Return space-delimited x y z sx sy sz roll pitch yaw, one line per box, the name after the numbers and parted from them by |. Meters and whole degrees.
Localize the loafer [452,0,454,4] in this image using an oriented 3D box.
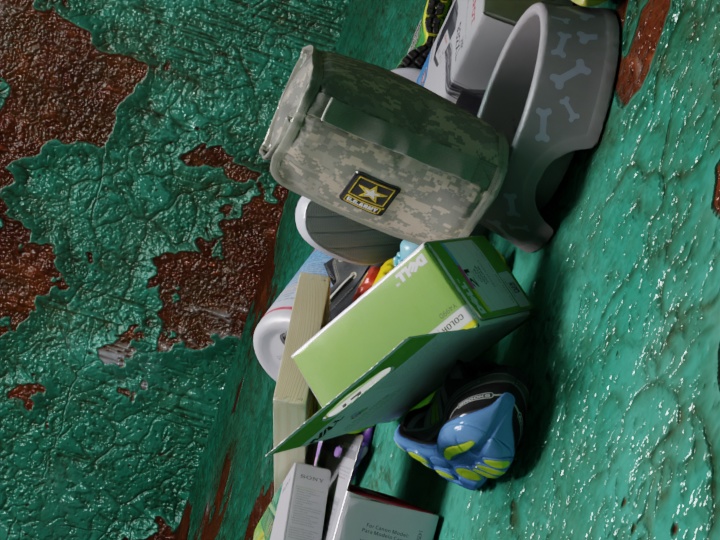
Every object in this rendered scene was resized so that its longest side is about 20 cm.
0.153 -0.314 1.487 0.200 0.073 0.071 -56 8 48 | loafer

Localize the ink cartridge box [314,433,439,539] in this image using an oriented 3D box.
-0.002 0.231 1.318 0.200 0.083 0.176 164 122 -79 | ink cartridge box

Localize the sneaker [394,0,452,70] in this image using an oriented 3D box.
0.084 -0.231 1.757 0.085 0.078 0.201 115 180 -77 | sneaker

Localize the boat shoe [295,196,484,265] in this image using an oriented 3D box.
0.016 -0.043 1.361 0.067 0.199 0.074 19 100 52 | boat shoe

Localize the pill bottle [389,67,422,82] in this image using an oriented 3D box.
0.046 -0.142 1.609 0.200 0.113 0.114 92 -165 -90 | pill bottle

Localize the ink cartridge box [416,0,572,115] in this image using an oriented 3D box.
0.115 -0.187 1.392 0.200 0.083 0.145 116 168 -45 | ink cartridge box

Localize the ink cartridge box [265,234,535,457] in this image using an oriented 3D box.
0.016 0.050 1.102 0.148 0.076 0.200 -40 -16 26 | ink cartridge box

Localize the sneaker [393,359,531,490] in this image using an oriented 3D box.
0.081 0.110 1.127 0.083 0.071 0.200 -59 5 -16 | sneaker

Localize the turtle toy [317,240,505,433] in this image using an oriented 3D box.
0.035 0.053 1.287 0.200 0.101 0.146 -63 3 -28 | turtle toy

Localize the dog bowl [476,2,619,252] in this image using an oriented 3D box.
0.136 -0.118 1.212 0.200 0.058 0.201 -163 90 -81 | dog bowl

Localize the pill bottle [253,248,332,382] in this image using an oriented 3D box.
-0.025 0.034 1.660 0.200 0.108 0.109 -55 -6 -44 | pill bottle

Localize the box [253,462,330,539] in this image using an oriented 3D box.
-0.071 0.278 1.274 0.145 0.036 0.201 119 165 -52 | box

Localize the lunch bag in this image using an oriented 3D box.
0.015 -0.095 1.189 0.200 0.163 0.118 -133 66 -81 | lunch bag

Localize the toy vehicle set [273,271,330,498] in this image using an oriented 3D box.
-0.050 0.110 1.320 0.200 0.026 0.125 94 -174 -54 | toy vehicle set

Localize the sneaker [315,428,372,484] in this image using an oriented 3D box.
-0.020 0.146 1.655 0.201 0.080 0.089 -89 24 -46 | sneaker

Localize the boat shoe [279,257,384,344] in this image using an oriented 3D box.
0.000 0.000 1.439 0.200 0.067 0.072 -57 -9 -13 | boat shoe

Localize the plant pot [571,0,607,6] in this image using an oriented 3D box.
0.133 -0.317 1.207 0.199 0.181 0.201 -103 31 -72 | plant pot

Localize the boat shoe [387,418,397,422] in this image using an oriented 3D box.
0.001 0.117 1.439 0.068 0.072 0.200 -32 -6 -6 | boat shoe
